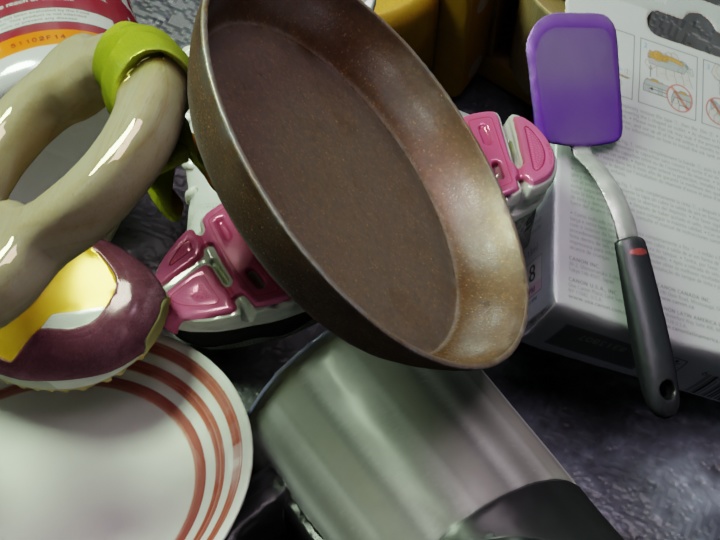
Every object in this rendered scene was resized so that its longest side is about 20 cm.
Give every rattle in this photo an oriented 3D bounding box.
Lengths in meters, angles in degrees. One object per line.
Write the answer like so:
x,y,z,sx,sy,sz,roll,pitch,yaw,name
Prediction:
-0.123,0.006,1.046,0.130,0.143,0.200,13,62,35,rattle

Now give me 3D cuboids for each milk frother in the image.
0.025,0.101,1.033,0.180,0.200,0.188,-24,57,-27,milk frother

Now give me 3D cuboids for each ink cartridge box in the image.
0.157,-0.040,1.241,0.162,0.057,0.201,16,56,-21,ink cartridge box

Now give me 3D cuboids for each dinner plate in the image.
-0.141,0.099,1.070,0.199,0.024,0.200,-9,40,7,dinner plate

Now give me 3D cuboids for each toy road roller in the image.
0.042,-0.138,1.318,0.200,0.123,0.146,31,62,15,toy road roller

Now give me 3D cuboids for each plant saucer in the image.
-0.006,-0.040,1.039,0.200,0.034,0.201,38,33,-31,plant saucer

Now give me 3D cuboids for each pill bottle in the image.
-0.168,-0.119,1.239,0.113,0.113,0.200,-4,44,-18,pill bottle

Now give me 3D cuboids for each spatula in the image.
0.118,-0.027,1.171,0.056,0.021,0.201,-2,69,-34,spatula

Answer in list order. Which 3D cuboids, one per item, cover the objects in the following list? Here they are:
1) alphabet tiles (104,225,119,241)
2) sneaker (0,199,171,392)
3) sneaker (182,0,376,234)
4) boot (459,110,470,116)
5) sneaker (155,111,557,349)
-0.198,0.008,1.187,0.199,0.015,0.196,21,47,4,alphabet tiles
-0.180,-0.008,1.100,0.199,0.090,0.075,14,65,25,sneaker
-0.060,-0.063,1.201,0.080,0.070,0.201,21,84,-6,sneaker
0.020,-0.034,1.243,0.199,0.074,0.096,15,51,4,boot
0.000,0.000,1.151,0.199,0.088,0.074,-23,51,-19,sneaker
